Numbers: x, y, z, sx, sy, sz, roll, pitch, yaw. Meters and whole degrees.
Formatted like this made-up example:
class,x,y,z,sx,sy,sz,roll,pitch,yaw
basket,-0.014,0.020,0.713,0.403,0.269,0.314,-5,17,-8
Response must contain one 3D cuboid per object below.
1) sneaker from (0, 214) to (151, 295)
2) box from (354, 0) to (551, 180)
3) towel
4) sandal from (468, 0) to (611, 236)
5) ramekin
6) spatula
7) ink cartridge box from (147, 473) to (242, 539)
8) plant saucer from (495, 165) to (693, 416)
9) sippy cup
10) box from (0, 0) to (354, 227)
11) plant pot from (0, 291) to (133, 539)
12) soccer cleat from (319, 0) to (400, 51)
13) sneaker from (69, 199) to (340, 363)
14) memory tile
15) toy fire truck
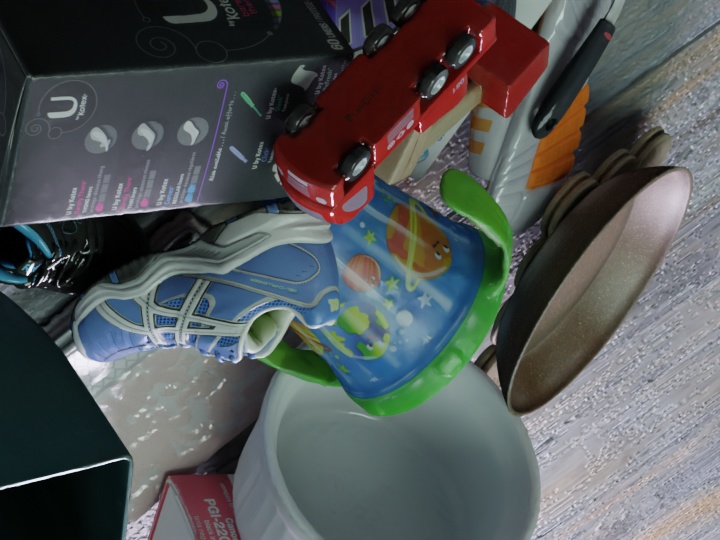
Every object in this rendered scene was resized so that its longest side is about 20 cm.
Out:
class,x,y,z,sx,sy,sz,roll,pitch,yaw
sneaker,-0.197,-0.013,1.436,0.199,0.082,0.073,20,114,-46
box,0.032,-0.137,1.500,0.118,0.042,0.201,15,118,-42
towel,-0.133,0.069,1.600,0.200,0.032,0.191,-39,140,8
sandal,0.109,-0.123,1.558,0.079,0.059,0.208,-1,111,-54
ramekin,0.011,0.145,1.612,0.199,0.202,0.098,-6,150,-29
spatula,0.159,-0.171,1.522,0.056,0.020,0.201,34,83,-56
ink cartridge box,-0.049,0.220,1.697,0.198,0.085,0.146,0,128,-28
plant saucer,0.148,0.006,1.614,0.200,0.037,0.201,-46,159,-23
sippy cup,0.000,0.000,1.511,0.130,0.140,0.178,38,93,-26
box,-0.123,-0.109,1.358,0.199,0.123,0.107,-7,134,-29
plant pot,-0.238,0.104,1.432,0.140,0.201,0.142,-11,136,-23
soccer cleat,0.018,-0.184,1.379,0.073,0.069,0.199,-10,164,-47
sneaker,-0.095,0.023,1.443,0.199,0.078,0.075,-24,171,36
memory tile,0.141,-0.005,1.665,0.153,0.017,0.201,-31,152,-47
toy fire truck,0.030,-0.094,1.382,0.200,0.049,0.141,-48,162,-18
